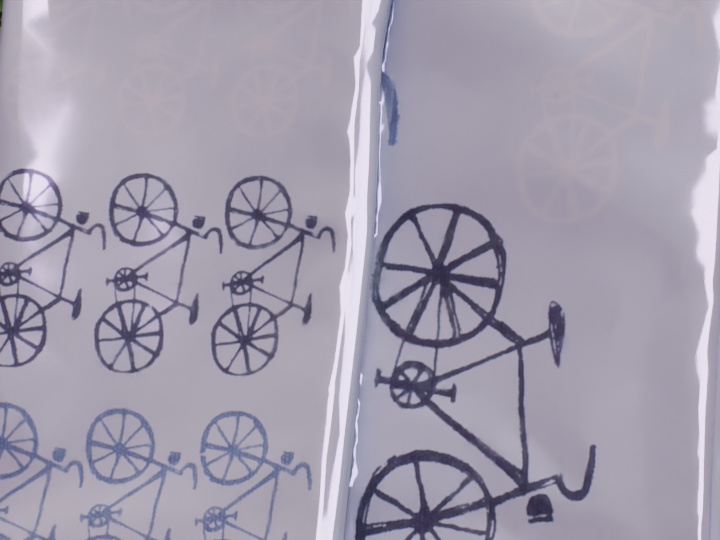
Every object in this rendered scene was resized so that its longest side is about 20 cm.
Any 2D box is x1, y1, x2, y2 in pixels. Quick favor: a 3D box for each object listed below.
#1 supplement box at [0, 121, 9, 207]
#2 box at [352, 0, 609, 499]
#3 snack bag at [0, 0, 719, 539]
[{"bbox_3d":[-0.152,0.043,0.696,0.061,0.109,0.200,-3,69,33],"label":"supplement box"},{"bbox_3d":[-0.014,-0.052,0.765,0.160,0.049,0.200,17,81,19],"label":"box"},{"bbox_3d":[0.000,0.000,0.707,0.200,0.021,0.189,2,77,13],"label":"snack bag"}]
